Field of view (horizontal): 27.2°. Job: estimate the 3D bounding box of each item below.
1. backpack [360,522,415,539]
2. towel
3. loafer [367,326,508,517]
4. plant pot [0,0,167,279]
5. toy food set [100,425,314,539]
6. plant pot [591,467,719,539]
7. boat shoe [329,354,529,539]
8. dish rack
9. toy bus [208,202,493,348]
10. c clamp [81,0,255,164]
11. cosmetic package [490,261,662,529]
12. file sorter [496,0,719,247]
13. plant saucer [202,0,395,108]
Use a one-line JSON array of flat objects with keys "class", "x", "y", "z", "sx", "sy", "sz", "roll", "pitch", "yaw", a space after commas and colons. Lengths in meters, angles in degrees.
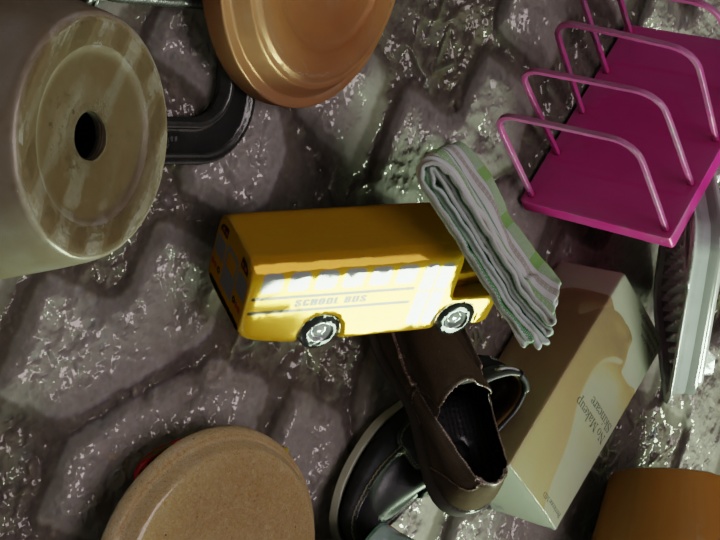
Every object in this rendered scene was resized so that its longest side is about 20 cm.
[{"class": "backpack", "x": 0.020, "y": 0.291, "z": 1.065, "sx": 0.176, "sy": 0.153, "sz": 0.200, "roll": 73, "pitch": 38, "yaw": -61}, {"class": "towel", "x": 0.099, "y": -0.028, "z": 1.062, "sx": 0.149, "sy": 0.031, "sz": 0.200, "roll": 58, "pitch": 14, "yaw": -2}, {"class": "loafer", "x": 0.066, "y": 0.078, "z": 1.094, "sx": 0.073, "sy": 0.071, "sz": 0.200, "roll": -17, "pitch": 83, "yaw": -30}, {"class": "plant pot", "x": -0.197, "y": -0.071, "z": 0.731, "sx": 0.200, "sy": 0.173, "sz": 0.200, "roll": -21, "pitch": 114, "yaw": -60}, {"class": "toy food set", "x": -0.105, "y": 0.202, "z": 1.005, "sx": 0.198, "sy": 0.049, "sz": 0.200, "roll": 6, "pitch": 94, "yaw": -47}, {"class": "plant pot", "x": 0.279, "y": 0.278, "z": 1.331, "sx": 0.200, "sy": 0.200, "sz": 0.184, "roll": 25, "pitch": 65, "yaw": -46}, {"class": "boat shoe", "x": 0.052, "y": 0.137, "z": 1.141, "sx": 0.200, "sy": 0.068, "sz": 0.072, "roll": -43, "pitch": 131, "yaw": -29}, {"class": "dish rack", "x": 0.285, "y": -0.003, "z": 1.276, "sx": 0.172, "sy": 0.043, "sz": 0.200, "roll": -83, "pitch": 175, "yaw": -52}, {"class": "toy bus", "x": 0.000, "y": 0.000, "z": 1.015, "sx": 0.200, "sy": 0.065, "sz": 0.078, "roll": -5, "pitch": 131, "yaw": -28}, {"class": "c clamp", "x": -0.122, "y": -0.149, "z": 0.935, "sx": 0.200, "sy": 0.027, "sz": 0.171, "roll": -13, "pitch": 113, "yaw": -45}, {"class": "cosmetic package", "x": 0.165, "y": 0.102, "z": 1.246, "sx": 0.200, "sy": 0.071, "sz": 0.105, "roll": -57, "pitch": 133, "yaw": -22}, {"class": "file sorter", "x": 0.217, "y": -0.147, "z": 1.184, "sx": 0.200, "sy": 0.139, "sz": 0.125, "roll": -57, "pitch": 142, "yaw": -21}, {"class": "plant saucer", "x": -0.028, "y": -0.206, "z": 0.982, "sx": 0.200, "sy": 0.032, "sz": 0.201, "roll": -31, "pitch": 129, "yaw": -48}]
